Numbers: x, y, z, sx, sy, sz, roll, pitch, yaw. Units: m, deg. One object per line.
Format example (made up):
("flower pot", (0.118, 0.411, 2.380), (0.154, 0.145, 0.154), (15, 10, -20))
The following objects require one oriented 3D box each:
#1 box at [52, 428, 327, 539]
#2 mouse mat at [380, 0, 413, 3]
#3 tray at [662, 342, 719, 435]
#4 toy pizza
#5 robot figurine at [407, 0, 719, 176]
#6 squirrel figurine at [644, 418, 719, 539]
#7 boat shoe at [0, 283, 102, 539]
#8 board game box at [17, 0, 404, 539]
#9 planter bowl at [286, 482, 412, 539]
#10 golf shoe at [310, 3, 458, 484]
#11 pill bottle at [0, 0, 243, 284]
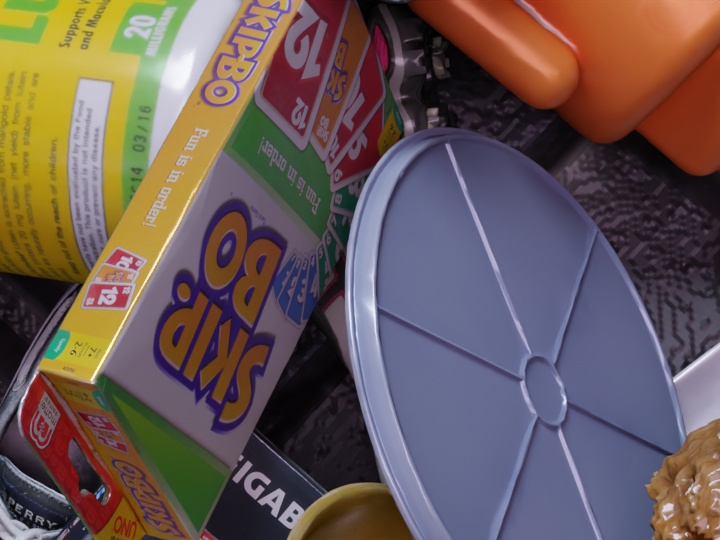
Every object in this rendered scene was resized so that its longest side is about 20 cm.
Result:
("box", (-0.037, 0.163, 0.775), (0.200, 0.046, 0.159), (43, 84, -15))
("mouse mat", (-0.006, -0.185, 0.764), (0.160, 0.008, 0.200), (21, 61, 17))
("tray", (0.099, 0.124, 0.843), (0.200, 0.022, 0.108), (-36, 90, -6))
("toy pizza", (0.053, 0.046, 0.762), (0.032, 0.200, 0.201), (-23, 88, 33))
("robot figurine", (0.084, -0.129, 0.813), (0.200, 0.117, 0.144), (43, 89, -1))
("squirrel figurine", (0.172, 0.149, 0.728), (0.199, 0.142, 0.187), (9, 97, 0))
("boat shoe", (-0.120, 0.092, 0.806), (0.073, 0.068, 0.200), (28, 85, -2))
("board game box", (-0.044, -0.005, 0.709), (0.030, 0.096, 0.200), (13, 58, 27))
("planter bowl", (0.008, 0.176, 0.698), (0.083, 0.200, 0.201), (-31, 89, 26))
("golf shoe", (0.000, 0.000, 0.828), (0.088, 0.077, 0.201), (-9, 81, 11))
("pill bottle", (-0.134, -0.056, 0.778), (0.199, 0.111, 0.112), (8, 85, 16))
